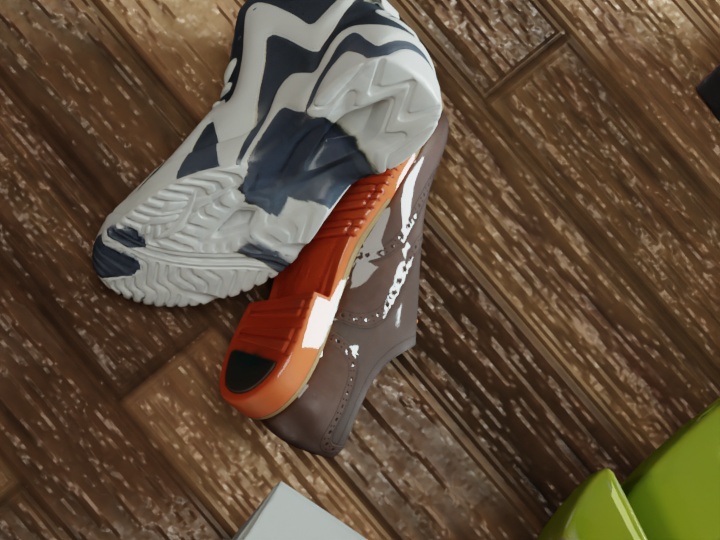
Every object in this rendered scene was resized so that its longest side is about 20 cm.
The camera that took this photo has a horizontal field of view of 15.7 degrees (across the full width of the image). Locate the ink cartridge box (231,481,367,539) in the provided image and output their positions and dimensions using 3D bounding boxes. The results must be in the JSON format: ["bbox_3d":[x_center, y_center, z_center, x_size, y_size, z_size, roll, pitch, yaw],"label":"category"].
[{"bbox_3d":[0.011,0.195,1.221,0.200,0.146,0.083,35,72,-1],"label":"ink cartridge box"}]

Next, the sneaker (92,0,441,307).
[{"bbox_3d":[-0.051,-0.072,1.319,0.199,0.130,0.079,-41,117,19],"label":"sneaker"}]

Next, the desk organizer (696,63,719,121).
[{"bbox_3d":[0.271,-0.044,1.362,0.077,0.072,0.200,-32,84,-18],"label":"desk organizer"}]

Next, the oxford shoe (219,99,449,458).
[{"bbox_3d":[0.000,0.000,1.319,0.073,0.071,0.200,40,67,-30],"label":"oxford shoe"}]

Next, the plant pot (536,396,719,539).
[{"bbox_3d":[0.192,0.155,1.239,0.181,0.200,0.199,-25,80,-8],"label":"plant pot"}]
